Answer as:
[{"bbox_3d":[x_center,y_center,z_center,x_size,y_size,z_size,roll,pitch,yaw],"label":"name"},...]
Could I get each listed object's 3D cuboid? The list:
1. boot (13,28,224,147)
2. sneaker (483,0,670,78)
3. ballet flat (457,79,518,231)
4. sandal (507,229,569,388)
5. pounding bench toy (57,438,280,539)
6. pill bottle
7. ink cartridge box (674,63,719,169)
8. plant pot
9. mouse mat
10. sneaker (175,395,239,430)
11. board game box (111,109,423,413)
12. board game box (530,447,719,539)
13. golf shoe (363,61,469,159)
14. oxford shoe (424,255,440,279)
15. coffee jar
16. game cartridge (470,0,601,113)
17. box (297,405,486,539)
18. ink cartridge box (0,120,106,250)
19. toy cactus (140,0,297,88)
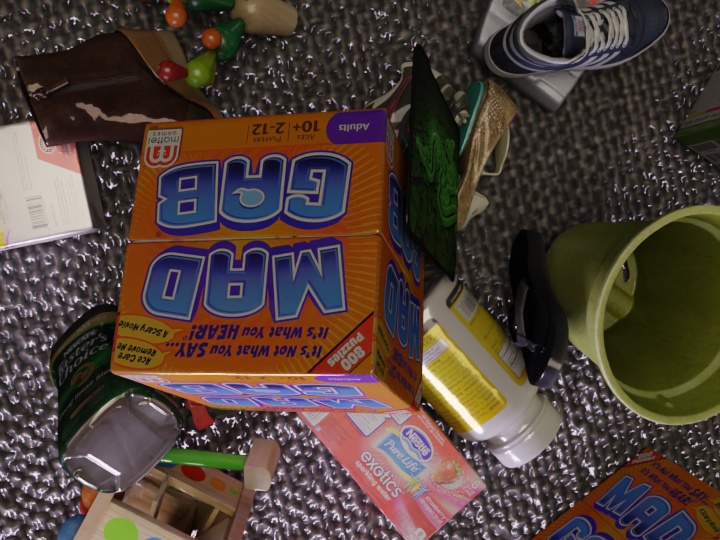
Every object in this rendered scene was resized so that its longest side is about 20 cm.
[{"bbox_3d":[-0.226,-0.140,0.771,0.166,0.072,0.201,-23,81,-29],"label":"boot"},{"bbox_3d":[0.231,-0.239,0.780,0.198,0.108,0.071,-14,95,-4],"label":"sneaker"},{"bbox_3d":[0.116,-0.101,0.836,0.065,0.070,0.201,21,95,-21],"label":"ballet flat"},{"bbox_3d":[0.168,0.039,0.798,0.042,0.201,0.076,9,130,-8],"label":"sandal"},{"bbox_3d":[-0.188,0.222,0.773,0.155,0.124,0.201,30,104,-6],"label":"pounding bench toy"},{"bbox_3d":[0.116,0.106,0.823,0.111,0.111,0.200,-42,96,-2],"label":"pill bottle"},{"bbox_3d":[0.439,-0.212,0.817,0.075,0.148,0.201,31,89,-5],"label":"ink cartridge box"},{"bbox_3d":[0.274,0.026,0.788,0.199,0.184,0.202,-3,101,-15],"label":"plant pot"},{"bbox_3d":[0.068,-0.086,0.700,0.007,0.200,0.162,0,78,17],"label":"mouse mat"},{"bbox_3d":[-0.152,0.061,0.816,0.097,0.071,0.202,-10,96,-4],"label":"sneaker"},{"bbox_3d":[-0.059,0.006,0.664,0.198,0.200,0.202,-1,72,13],"label":"board game box"},{"bbox_3d":[0.320,0.348,0.811,0.199,0.200,0.201,-37,97,-2],"label":"board game box"},{"bbox_3d":[0.027,-0.124,0.830,0.200,0.077,0.088,-50,59,12],"label":"golf shoe"},{"bbox_3d":[0.000,0.000,0.820,0.198,0.085,0.073,-7,52,13],"label":"oxford shoe"},{"bbox_3d":[-0.240,0.112,0.750,0.104,0.200,0.085,-45,122,-2],"label":"coffee jar"},{"bbox_3d":[0.213,-0.291,0.848,0.133,0.041,0.201,34,90,-2],"label":"game cartridge"},{"bbox_3d":[0.026,0.172,0.826,0.102,0.095,0.200,-41,96,-2],"label":"box"},{"bbox_3d":[-0.372,-0.078,0.788,0.198,0.067,0.118,-11,94,-6],"label":"ink cartridge box"},{"bbox_3d":[-0.144,-0.260,0.784,0.164,0.102,0.201,6,58,-34],"label":"toy cactus"}]
